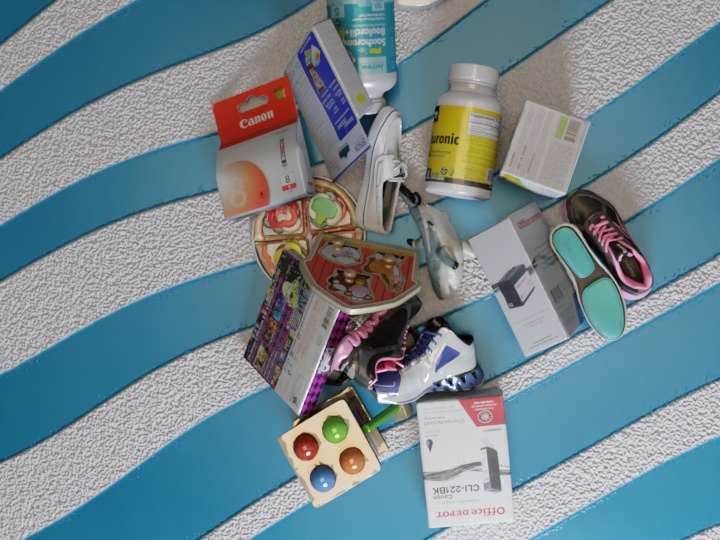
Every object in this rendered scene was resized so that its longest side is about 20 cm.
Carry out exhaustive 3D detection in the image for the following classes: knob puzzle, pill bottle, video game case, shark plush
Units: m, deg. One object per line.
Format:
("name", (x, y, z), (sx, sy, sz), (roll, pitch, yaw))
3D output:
("knob puzzle", (0.000, 0.000, 1.415), (0.214, 0.221, 0.031), (12, 123, 5))
("pill bottle", (0.168, -0.220, 1.460), (0.108, 0.111, 0.205), (9, 92, 6))
("video game case", (-0.102, 0.096, 1.465), (0.180, 0.035, 0.204), (36, 110, 44))
("shark plush", (0.105, -0.054, 1.496), (0.083, 0.091, 0.201), (-36, 92, 36))
("pill bottle", (0.003, -0.356, 1.464), (0.108, 0.111, 0.205), (-2, 105, 6))

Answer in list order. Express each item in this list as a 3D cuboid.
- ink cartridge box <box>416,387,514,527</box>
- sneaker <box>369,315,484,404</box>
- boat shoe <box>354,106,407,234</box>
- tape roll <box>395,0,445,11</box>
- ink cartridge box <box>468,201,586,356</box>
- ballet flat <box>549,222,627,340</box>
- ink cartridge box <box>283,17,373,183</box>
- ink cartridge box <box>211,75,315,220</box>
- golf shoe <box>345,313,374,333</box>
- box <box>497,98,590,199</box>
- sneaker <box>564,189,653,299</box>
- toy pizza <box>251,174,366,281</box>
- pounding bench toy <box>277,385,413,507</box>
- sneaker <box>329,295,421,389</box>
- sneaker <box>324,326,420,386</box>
("ink cartridge box", (0.169, 0.303, 1.485), (0.141, 0.084, 0.205), (-6, 91, 5))
("sneaker", (0.102, 0.136, 1.465), (0.195, 0.080, 0.118), (-10, 104, -17))
("boat shoe", (0.046, -0.159, 1.485), (0.064, 0.073, 0.205), (19, 108, 33))
("tape roll", (0.087, -0.530, 1.498), (0.197, 0.037, 0.208), (0, 92, 5))
("ink cartridge box", (0.266, 0.010, 1.430), (0.083, 0.144, 0.203), (-27, 89, 31))
("ballet flat", (0.359, 0.011, 1.438), (0.069, 0.069, 0.203), (-30, 94, 6))
("ink cartridge box", (-0.044, -0.262, 1.442), (0.046, 0.197, 0.203), (-27, 90, -22))
("ink cartridge box", (-0.168, -0.201, 1.503), (0.159, 0.050, 0.205), (-15, 89, 22))
("golf shoe", (0.001, 0.058, 1.488), (0.196, 0.078, 0.090), (-17, 50, 12))
("box", (0.276, -0.180, 1.404), (0.099, 0.200, 0.115), (20, 95, 6))
("sneaker", (0.396, -0.045, 1.441), (0.079, 0.095, 0.201), (-37, 86, 7))
("toy pizza", (-0.088, -0.058, 1.530), (0.195, 0.032, 0.206), (0, 91, 6))
("pounding bench toy", (-0.011, 0.261, 1.467), (0.198, 0.156, 0.126), (-32, 88, 5))
("sneaker", (0.043, 0.112, 1.422), (0.095, 0.080, 0.199), (38, 53, 16))
("sneaker", (0.004, 0.142, 1.486), (0.195, 0.114, 0.078), (-12, 91, 3))
